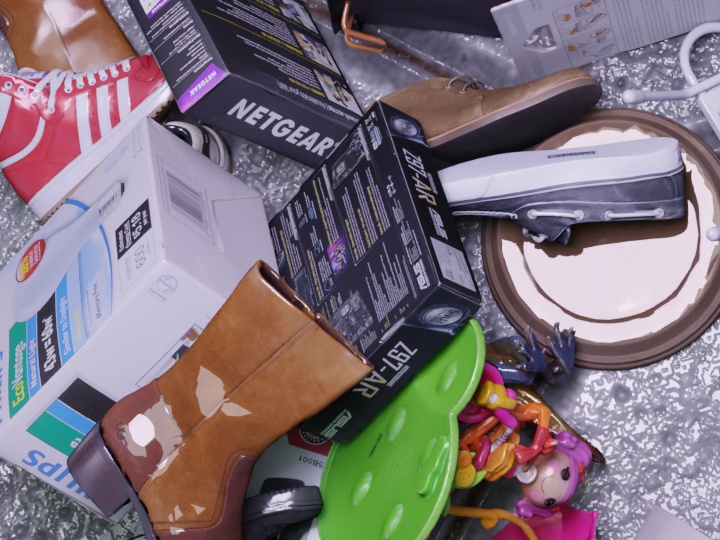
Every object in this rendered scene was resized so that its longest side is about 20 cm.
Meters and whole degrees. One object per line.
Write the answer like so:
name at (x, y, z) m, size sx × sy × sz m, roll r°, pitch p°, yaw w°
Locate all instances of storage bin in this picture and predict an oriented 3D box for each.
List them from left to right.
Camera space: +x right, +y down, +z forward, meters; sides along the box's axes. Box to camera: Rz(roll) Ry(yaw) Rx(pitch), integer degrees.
storage bin at (0.051, -0.231, 1.623) m, size 0.134 × 0.200 × 0.146 m, roll 11°, pitch 83°, yaw 4°

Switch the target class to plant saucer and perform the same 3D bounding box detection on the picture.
plant saucer at (0.187, -0.026, 1.639) m, size 0.199 × 0.029 × 0.201 m, roll -2°, pitch 81°, yaw 12°

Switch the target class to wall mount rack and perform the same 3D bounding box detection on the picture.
wall mount rack at (0.282, -0.097, 1.587) m, size 0.173 × 0.075 × 0.201 m, roll -26°, pitch 76°, yaw -18°

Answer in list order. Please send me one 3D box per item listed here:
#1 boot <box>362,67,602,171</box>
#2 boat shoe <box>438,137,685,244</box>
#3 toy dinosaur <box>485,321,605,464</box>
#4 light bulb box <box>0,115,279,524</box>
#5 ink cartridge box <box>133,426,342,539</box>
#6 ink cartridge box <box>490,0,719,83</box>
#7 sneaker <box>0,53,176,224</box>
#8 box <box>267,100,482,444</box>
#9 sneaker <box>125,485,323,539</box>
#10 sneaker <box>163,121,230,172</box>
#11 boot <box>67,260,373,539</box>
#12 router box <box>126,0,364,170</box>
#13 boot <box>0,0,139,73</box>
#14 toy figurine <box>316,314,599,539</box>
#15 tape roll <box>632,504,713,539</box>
boot at (0.084, -0.122, 1.644) m, size 0.199 × 0.074 × 0.076 m, roll -20°, pitch 66°, yaw 23°
boat shoe at (0.139, -0.051, 1.607) m, size 0.199 × 0.072 × 0.068 m, roll -7°, pitch 104°, yaw 7°
toy dinosaur at (0.060, 0.076, 1.621) m, size 0.181 × 0.105 × 0.201 m, roll -13°, pitch 98°, yaw 35°
light bulb box at (-0.166, 0.034, 1.581) m, size 0.200 × 0.125 × 0.199 m, roll -45°, pitch 30°, yaw 19°
ink cartridge box at (-0.080, 0.178, 1.632) m, size 0.145 × 0.083 × 0.201 m, roll 16°, pitch 84°, yaw 13°
ink cartridge box at (0.184, -0.204, 1.579) m, size 0.173 × 0.200 × 0.044 m, roll -17°, pitch 76°, yaw 8°
sneaker at (-0.208, -0.141, 1.684) m, size 0.200 × 0.071 × 0.113 m, roll -42°, pitch 90°, yaw 9°
box at (0.000, 0.000, 1.576) m, size 0.160 × 0.043 × 0.201 m, roll -47°, pitch 38°, yaw 26°
sneaker at (-0.108, 0.228, 1.559) m, size 0.199 × 0.060 × 0.105 m, roll -19°, pitch 80°, yaw 12°
sneaker at (-0.191, -0.044, 1.690) m, size 0.076 × 0.088 × 0.200 m, roll 44°, pitch 92°, yaw 14°
boot at (-0.067, 0.123, 1.468) m, size 0.200 × 0.068 × 0.188 m, roll -43°, pitch 86°, yaw 12°
router box at (-0.084, -0.160, 1.612) m, size 0.051 × 0.200 × 0.150 m, roll -39°, pitch 60°, yaw 20°
boot at (-0.284, -0.187, 1.760) m, size 0.188 × 0.068 × 0.201 m, roll -26°, pitch 85°, yaw 0°
toy figurine at (0.096, 0.149, 1.557) m, size 0.201 × 0.183 × 0.150 m, roll -62°, pitch 32°, yaw 6°
tape roll at (0.274, 0.228, 1.489) m, size 0.202 × 0.203 × 0.037 m, roll 33°, pitch 88°, yaw 15°
